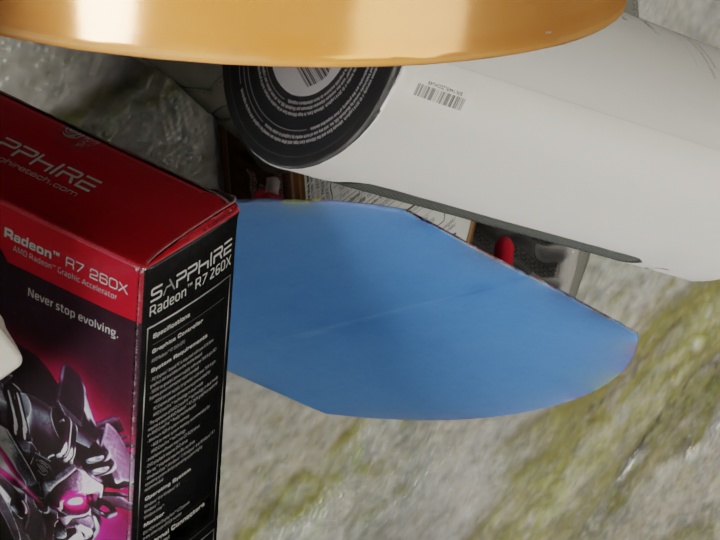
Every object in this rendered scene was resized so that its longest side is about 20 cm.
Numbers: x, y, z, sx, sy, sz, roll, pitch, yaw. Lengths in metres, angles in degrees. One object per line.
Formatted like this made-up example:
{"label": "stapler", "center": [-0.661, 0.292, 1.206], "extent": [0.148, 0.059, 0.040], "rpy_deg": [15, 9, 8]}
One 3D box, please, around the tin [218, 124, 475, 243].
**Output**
{"label": "tin", "center": [0.000, -0.046, 1.028], "extent": [0.112, 0.042, 0.200], "rpy_deg": [-41, 143, -36]}

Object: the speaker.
{"label": "speaker", "center": [0.055, -0.052, 0.875], "extent": [0.200, 0.081, 0.081], "rpy_deg": [14, 104, -44]}

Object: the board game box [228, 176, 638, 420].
{"label": "board game box", "center": [0.000, 0.000, 0.956], "extent": [0.200, 0.158, 0.039], "rpy_deg": [26, 61, -40]}

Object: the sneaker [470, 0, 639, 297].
{"label": "sneaker", "center": [0.083, -0.065, 1.092], "extent": [0.082, 0.075, 0.200], "rpy_deg": [-24, 132, -42]}

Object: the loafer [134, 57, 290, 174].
{"label": "loafer", "center": [-0.024, -0.068, 0.899], "extent": [0.200, 0.070, 0.070], "rpy_deg": [15, 72, -34]}

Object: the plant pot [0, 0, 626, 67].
{"label": "plant pot", "center": [-0.027, -0.140, 0.686], "extent": [0.200, 0.200, 0.140], "rpy_deg": [-18, 117, -48]}

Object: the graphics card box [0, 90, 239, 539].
{"label": "graphics card box", "center": [-0.105, 0.048, 0.869], "extent": [0.051, 0.125, 0.200], "rpy_deg": [-36, 142, -45]}

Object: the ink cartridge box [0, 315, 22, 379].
{"label": "ink cartridge box", "center": [-0.206, 0.034, 0.739], "extent": [0.200, 0.067, 0.117], "rpy_deg": [-35, 144, -2]}
